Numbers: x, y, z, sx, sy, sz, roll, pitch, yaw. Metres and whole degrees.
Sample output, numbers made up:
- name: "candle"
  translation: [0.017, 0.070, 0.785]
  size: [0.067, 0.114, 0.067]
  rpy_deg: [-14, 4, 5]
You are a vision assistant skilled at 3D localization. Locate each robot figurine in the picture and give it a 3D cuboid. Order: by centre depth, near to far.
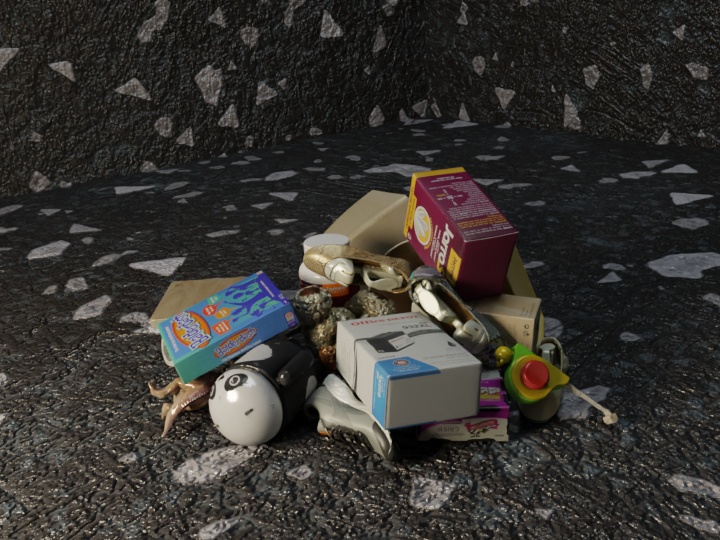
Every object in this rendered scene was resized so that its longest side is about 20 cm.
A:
- name: "robot figurine"
  translation: [-0.145, 0.178, 1.115]
  size: [0.124, 0.151, 0.200]
  rpy_deg: [20, 27, 18]

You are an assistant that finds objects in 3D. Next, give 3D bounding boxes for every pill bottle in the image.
- name: "pill bottle"
  translation: [-0.056, 0.040, 1.363]
  size: [0.112, 0.202, 0.113]
  rpy_deg: [-4, 20, 1]

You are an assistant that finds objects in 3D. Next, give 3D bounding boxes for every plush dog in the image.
- name: "plush dog"
  translation: [-0.023, 0.131, 1.229]
  size: [0.199, 0.161, 0.172]
  rpy_deg: [7, 31, -35]

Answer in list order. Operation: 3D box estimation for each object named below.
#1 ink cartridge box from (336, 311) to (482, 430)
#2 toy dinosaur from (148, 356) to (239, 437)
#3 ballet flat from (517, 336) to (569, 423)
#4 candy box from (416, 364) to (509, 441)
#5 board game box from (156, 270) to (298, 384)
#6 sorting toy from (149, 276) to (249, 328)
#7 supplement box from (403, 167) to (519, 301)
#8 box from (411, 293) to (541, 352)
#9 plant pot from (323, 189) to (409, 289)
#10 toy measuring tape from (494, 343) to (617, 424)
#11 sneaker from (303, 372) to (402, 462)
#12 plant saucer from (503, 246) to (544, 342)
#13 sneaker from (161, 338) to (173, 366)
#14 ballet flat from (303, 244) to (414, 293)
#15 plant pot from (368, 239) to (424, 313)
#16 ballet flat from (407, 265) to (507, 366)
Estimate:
- name: "ink cartridge box"
  translation: [0.063, 0.137, 1.057]
  size: [0.144, 0.084, 0.200]
  rpy_deg: [-6, 19, -20]
- name: "toy dinosaur"
  translation: [-0.248, 0.186, 1.168]
  size: [0.134, 0.087, 0.200]
  rpy_deg: [-2, 18, 12]
- name: "ballet flat"
  translation: [0.291, 0.164, 1.162]
  size: [0.069, 0.070, 0.200]
  rpy_deg: [4, 22, 20]
- name: "candy box"
  translation: [0.152, 0.186, 1.134]
  size: [0.135, 0.061, 0.200]
  rpy_deg: [-1, 21, 5]
- name: "board game box"
  translation: [-0.217, 0.086, 1.179]
  size: [0.199, 0.045, 0.152]
  rpy_deg: [-29, 30, -14]
- name: "sorting toy"
  translation: [-0.299, 0.084, 1.478]
  size: [0.197, 0.070, 0.200]
  rpy_deg: [-4, 20, 0]
- name: "supplement box"
  translation: [0.161, -0.062, 1.218]
  size: [0.102, 0.132, 0.200]
  rpy_deg: [-9, 41, -20]
- name: "box"
  translation: [0.189, 0.085, 1.199]
  size: [0.198, 0.078, 0.095]
  rpy_deg: [6, 22, 18]
- name: "plant pot"
  translation: [0.026, -0.037, 1.559]
  size: [0.176, 0.201, 0.200]
  rpy_deg: [-30, 18, -14]
- name: "toy measuring tape"
  translation: [0.276, 0.182, 1.067]
  size: [0.199, 0.074, 0.074]
  rpy_deg: [36, 28, 5]
- name: "sneaker"
  translation: [-0.011, 0.227, 1.064]
  size: [0.079, 0.074, 0.200]
  rpy_deg: [-39, 36, -19]
- name: "plant saucer"
  translation: [0.277, 0.046, 1.330]
  size: [0.048, 0.201, 0.200]
  rpy_deg: [-19, 14, 20]
- name: "sneaker"
  translation: [-0.271, 0.124, 1.315]
  size: [0.199, 0.079, 0.099]
  rpy_deg: [-7, 3, 44]
- name: "ballet flat"
  translation: [0.000, 0.000, 1.263]
  size: [0.198, 0.071, 0.065]
  rpy_deg: [6, 33, -8]
- name: "plant pot"
  translation: [0.128, 0.053, 1.359]
  size: [0.199, 0.202, 0.134]
  rpy_deg: [3, -12, 19]
- name: "ballet flat"
  translation: [0.144, 0.078, 1.124]
  size: [0.200, 0.072, 0.072]
  rpy_deg: [46, 36, 7]
